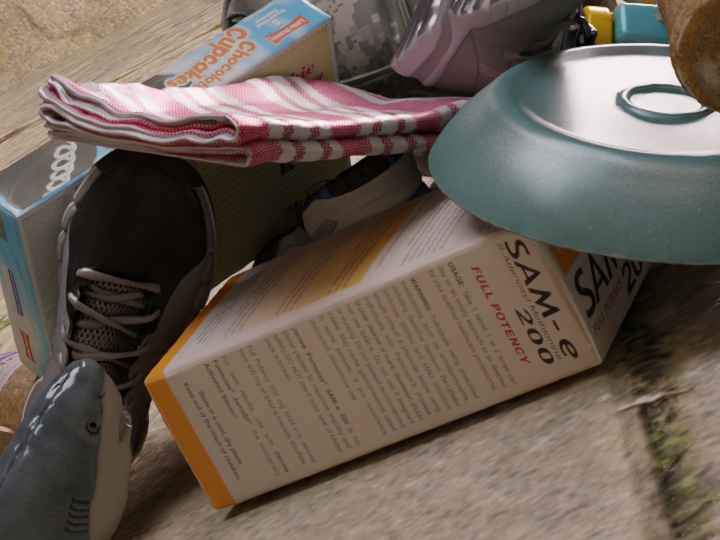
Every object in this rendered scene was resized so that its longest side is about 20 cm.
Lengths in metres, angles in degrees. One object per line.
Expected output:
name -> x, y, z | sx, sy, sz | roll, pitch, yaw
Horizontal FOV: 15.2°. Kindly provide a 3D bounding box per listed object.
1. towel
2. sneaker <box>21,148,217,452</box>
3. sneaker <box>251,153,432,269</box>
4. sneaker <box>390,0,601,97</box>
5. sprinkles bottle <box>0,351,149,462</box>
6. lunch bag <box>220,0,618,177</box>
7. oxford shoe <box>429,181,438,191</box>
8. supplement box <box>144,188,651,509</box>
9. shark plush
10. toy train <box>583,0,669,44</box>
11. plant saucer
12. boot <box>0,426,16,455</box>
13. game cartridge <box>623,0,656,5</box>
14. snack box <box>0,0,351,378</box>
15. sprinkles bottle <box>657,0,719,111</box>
towel -> -0.029, -0.073, 1.234 | 0.199, 0.030, 0.146 | -7, 13, -44
sneaker -> -0.114, 0.050, 1.236 | 0.075, 0.201, 0.116 | 13, 33, -6
sneaker -> 0.000, 0.000, 1.348 | 0.076, 0.077, 0.200 | -36, -4, -14
sneaker -> 0.083, -0.123, 1.240 | 0.075, 0.082, 0.200 | -66, 11, -13
sprinkles bottle -> -0.179, 0.076, 1.430 | 0.068, 0.068, 0.200 | -34, 14, -24
lunch bag -> 0.037, -0.130, 1.466 | 0.167, 0.140, 0.200 | -26, -24, 20
oxford shoe -> 0.105, -0.052, 1.281 | 0.200, 0.075, 0.058 | -7, 55, 54
supplement box -> 0.020, 0.021, 1.200 | 0.199, 0.074, 0.126 | -23, 14, 25
shark plush -> -0.171, 0.125, 1.127 | 0.200, 0.083, 0.091 | -36, 46, -15
toy train -> 0.195, -0.103, 1.289 | 0.200, 0.150, 0.056 | -29, 46, 34
plant saucer -> 0.128, -0.057, 1.143 | 0.199, 0.036, 0.200 | 1, 24, -1
boot -> -0.251, 0.115, 1.395 | 0.201, 0.071, 0.144 | -34, 21, 10
game cartridge -> 0.170, -0.173, 1.443 | 0.032, 0.176, 0.200 | -57, 1, 24
snack box -> -0.091, -0.040, 1.334 | 0.200, 0.117, 0.037 | -35, 49, -27
sprinkles bottle -> 0.152, -0.147, 1.152 | 0.068, 0.068, 0.200 | -25, 34, 14
